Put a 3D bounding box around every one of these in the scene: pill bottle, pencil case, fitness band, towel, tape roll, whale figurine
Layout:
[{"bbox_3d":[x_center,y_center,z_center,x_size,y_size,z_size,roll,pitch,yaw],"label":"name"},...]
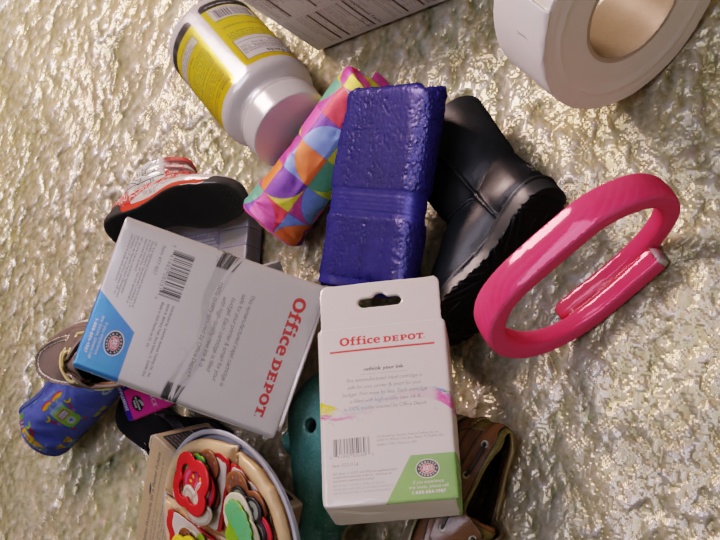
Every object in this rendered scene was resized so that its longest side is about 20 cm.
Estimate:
[{"bbox_3d":[-0.123,-0.211,1.282,0.114,0.114,0.200,-50,53,14],"label":"pill bottle"},{"bbox_3d":[-0.038,-0.121,1.211,0.200,0.088,0.088,-50,53,12],"label":"pencil case"},{"bbox_3d":[-0.323,0.132,1.332,0.200,0.087,0.078,-45,28,27],"label":"pencil case"},{"bbox_3d":[0.184,0.000,0.961,0.200,0.143,0.038,-44,56,19],"label":"fitness band"},{"bbox_3d":[0.025,-0.075,1.095,0.147,0.049,0.202,9,91,55],"label":"towel"},{"bbox_3d":[0.211,-0.241,0.978,0.203,0.202,0.071,-51,53,13],"label":"tape roll"},{"bbox_3d":[-0.028,0.187,1.092,0.158,0.103,0.201,23,92,39],"label":"whale figurine"}]

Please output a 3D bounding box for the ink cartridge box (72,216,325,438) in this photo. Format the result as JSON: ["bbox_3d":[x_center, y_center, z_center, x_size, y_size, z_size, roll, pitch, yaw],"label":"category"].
[{"bbox_3d":[-0.145,0.054,1.070,0.199,0.084,0.147,20,85,0],"label":"ink cartridge box"}]

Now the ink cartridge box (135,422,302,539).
[{"bbox_3d":[-0.148,0.279,1.133,0.164,0.075,0.201,32,119,40],"label":"ink cartridge box"}]

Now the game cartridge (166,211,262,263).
[{"bbox_3d":[-0.197,0.003,1.324,0.199,0.038,0.131,-7,68,35],"label":"game cartridge"}]

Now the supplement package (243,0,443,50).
[{"bbox_3d":[-0.011,-0.359,1.217,0.199,0.150,0.153,-14,67,33],"label":"supplement package"}]

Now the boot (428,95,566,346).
[{"bbox_3d":[0.090,-0.049,1.095,0.201,0.076,0.168,-57,44,20],"label":"boot"}]

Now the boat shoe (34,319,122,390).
[{"bbox_3d":[-0.274,0.090,1.185,0.199,0.059,0.072,-6,98,34],"label":"boat shoe"}]

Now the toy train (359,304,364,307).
[{"bbox_3d":[0.000,0.000,1.171,0.056,0.042,0.202,1,77,27],"label":"toy train"}]

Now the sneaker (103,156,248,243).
[{"bbox_3d":[-0.200,-0.097,1.313,0.200,0.067,0.108,-15,36,32],"label":"sneaker"}]

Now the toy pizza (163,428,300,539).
[{"bbox_3d":[-0.125,0.243,1.028,0.199,0.032,0.202,9,102,45],"label":"toy pizza"}]

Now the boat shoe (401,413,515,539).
[{"bbox_3d":[0.086,0.228,1.012,0.068,0.072,0.202,5,79,39],"label":"boat shoe"}]

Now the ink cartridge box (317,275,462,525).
[{"bbox_3d":[0.025,0.113,1.004,0.116,0.067,0.201,-6,65,7],"label":"ink cartridge box"}]

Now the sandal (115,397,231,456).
[{"bbox_3d":[-0.215,0.187,1.273,0.199,0.043,0.077,17,87,39],"label":"sandal"}]

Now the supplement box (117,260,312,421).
[{"bbox_3d":[-0.165,0.075,1.209,0.199,0.103,0.102,-24,86,33],"label":"supplement box"}]
